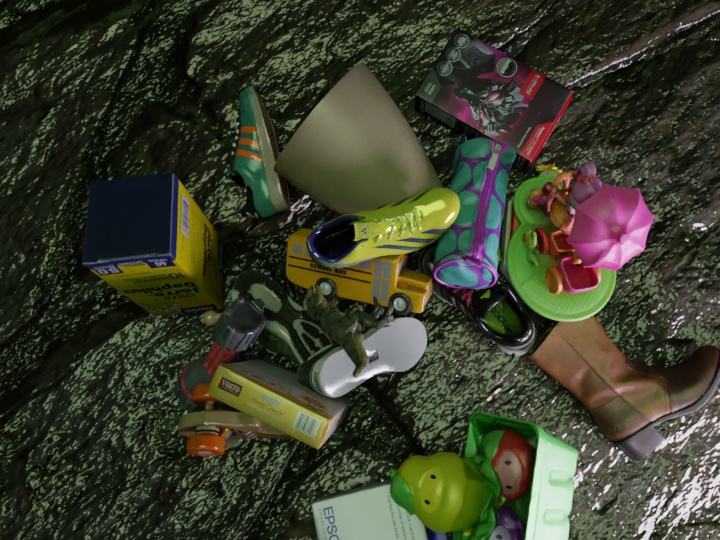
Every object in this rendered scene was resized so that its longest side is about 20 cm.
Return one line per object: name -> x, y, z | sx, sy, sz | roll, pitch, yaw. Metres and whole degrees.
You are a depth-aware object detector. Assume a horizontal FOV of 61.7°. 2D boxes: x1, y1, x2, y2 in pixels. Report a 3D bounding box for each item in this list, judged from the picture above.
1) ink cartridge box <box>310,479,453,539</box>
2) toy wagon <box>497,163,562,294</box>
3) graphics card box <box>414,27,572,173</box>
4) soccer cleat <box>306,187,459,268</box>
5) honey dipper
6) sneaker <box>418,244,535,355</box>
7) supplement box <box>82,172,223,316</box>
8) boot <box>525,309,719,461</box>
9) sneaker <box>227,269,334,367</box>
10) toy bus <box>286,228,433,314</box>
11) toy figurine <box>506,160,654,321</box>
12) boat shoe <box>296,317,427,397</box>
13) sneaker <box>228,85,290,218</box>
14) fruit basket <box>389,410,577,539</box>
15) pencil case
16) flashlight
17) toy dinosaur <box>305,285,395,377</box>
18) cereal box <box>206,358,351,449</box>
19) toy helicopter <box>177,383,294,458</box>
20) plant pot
ink cartridge box -> 0.050, 0.377, 0.783 | 0.196, 0.043, 0.200 | -15, 79, 3
toy wagon -> 0.258, -0.060, 0.835 | 0.152, 0.040, 0.204 | 10, 75, -3
graphics card box -> 0.192, -0.249, 0.881 | 0.198, 0.051, 0.127 | 33, 84, 10
soccer cleat -> 0.026, -0.050, 0.735 | 0.197, 0.084, 0.066 | -19, 78, 14
honey dipper -> -0.129, 0.061, 0.856 | 0.195, 0.038, 0.039 | -4, 79, 5
sneaker -> 0.160, 0.033, 0.813 | 0.074, 0.088, 0.200 | -44, 79, -4
supplement box -> -0.260, -0.025, 0.790 | 0.106, 0.201, 0.112 | -6, 69, 3
boot -> 0.348, 0.113, 0.796 | 0.188, 0.068, 0.200 | -45, 83, 8
sneaker -> -0.104, 0.089, 0.822 | 0.200, 0.088, 0.077 | 46, 47, -6
toy bus -> 0.000, 0.000, 0.823 | 0.196, 0.065, 0.080 | 11, 107, 15
toy figurine -> 0.265, -0.059, 0.717 | 0.147, 0.184, 0.204 | -9, 73, -7
boat shoe -> 0.005, 0.107, 0.794 | 0.198, 0.063, 0.072 | -14, 99, -39
sneaker -> -0.162, -0.173, 0.883 | 0.078, 0.071, 0.204 | -16, 74, 5
fruit basket -> 0.145, 0.277, 0.734 | 0.212, 0.155, 0.221 | 2, 84, -25
pencil case -> 0.149, -0.077, 0.787 | 0.083, 0.093, 0.203 | 16, 66, -6
flashlight -> -0.184, 0.113, 0.774 | 0.067, 0.200, 0.069 | 8, 52, -28
toy dinosaur -> -0.005, 0.066, 0.742 | 0.087, 0.200, 0.048 | -25, 119, -13
cereal box -> -0.091, 0.158, 0.751 | 0.142, 0.200, 0.040 | 24, 87, 9
toy helicopter -> -0.141, 0.213, 0.799 | 0.196, 0.133, 0.080 | 8, 60, -19
plant pot -> 0.015, -0.139, 0.822 | 0.200, 0.187, 0.188 | 42, 85, -4
